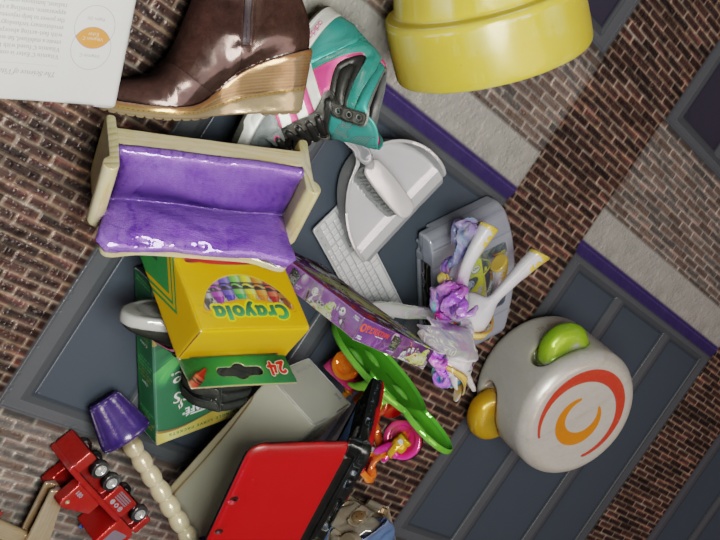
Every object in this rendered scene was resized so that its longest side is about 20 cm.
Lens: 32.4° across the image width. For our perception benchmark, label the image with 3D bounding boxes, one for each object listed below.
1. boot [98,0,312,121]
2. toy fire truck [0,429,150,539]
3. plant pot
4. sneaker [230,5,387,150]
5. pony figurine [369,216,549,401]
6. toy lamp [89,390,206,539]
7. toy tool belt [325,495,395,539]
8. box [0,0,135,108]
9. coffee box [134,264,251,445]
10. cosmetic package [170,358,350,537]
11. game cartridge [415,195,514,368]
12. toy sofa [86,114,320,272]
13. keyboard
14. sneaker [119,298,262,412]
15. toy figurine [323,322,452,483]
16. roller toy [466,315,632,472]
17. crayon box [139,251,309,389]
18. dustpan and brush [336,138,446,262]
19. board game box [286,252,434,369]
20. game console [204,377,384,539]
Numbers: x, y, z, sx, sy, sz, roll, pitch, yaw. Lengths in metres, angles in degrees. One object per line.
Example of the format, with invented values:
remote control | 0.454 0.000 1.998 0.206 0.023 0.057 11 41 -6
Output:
boot | -0.142 -0.221 1.112 0.198 0.072 0.168 -5 102 -17
toy fire truck | -0.315 0.241 1.265 0.141 0.049 0.201 -40 137 -13
plant pot | 0.111 -0.293 1.193 0.200 0.200 0.190 -27 117 -25
sneaker | -0.039 -0.140 1.197 0.201 0.120 0.084 -57 172 4
pony figurine | 0.106 0.042 1.401 0.192 0.166 0.201 24 94 -43
toy lamp | -0.211 0.215 1.269 0.058 0.058 0.201 -35 98 -18
toy tool belt | 0.002 0.345 1.555 0.124 0.123 0.201 -31 133 -22
box | -0.260 -0.240 0.954 0.152 0.106 0.201 -2 118 -41
coffee box | -0.171 0.075 1.285 0.122 0.044 0.201 -17 126 -33
cosmetic package | -0.113 0.194 1.329 0.200 0.073 0.103 -49 168 19
game cartridge | 0.130 0.014 1.516 0.133 0.041 0.201 -29 133 -29
toy sofa | -0.141 -0.068 1.116 0.199 0.098 0.083 6 142 -22
keyboard | 0.000 0.000 1.410 0.056 0.011 0.200 -41 136 -13
sneaker | -0.163 0.088 1.214 0.199 0.071 0.100 13 102 -49
toy figurine | -0.023 0.190 1.409 0.184 0.200 0.150 -45 162 11
roller toy | 0.252 0.162 1.642 0.182 0.140 0.201 27 100 -36
crayon box | -0.130 0.013 1.165 0.126 0.201 0.051 0 145 -41
dustpan and brush | 0.011 -0.107 1.311 0.140 0.057 0.200 -47 126 -7
board game box | -0.025 0.029 1.267 0.120 0.200 0.032 20 102 -47
game console | -0.071 0.208 1.257 0.118 0.173 0.201 23 125 -5
